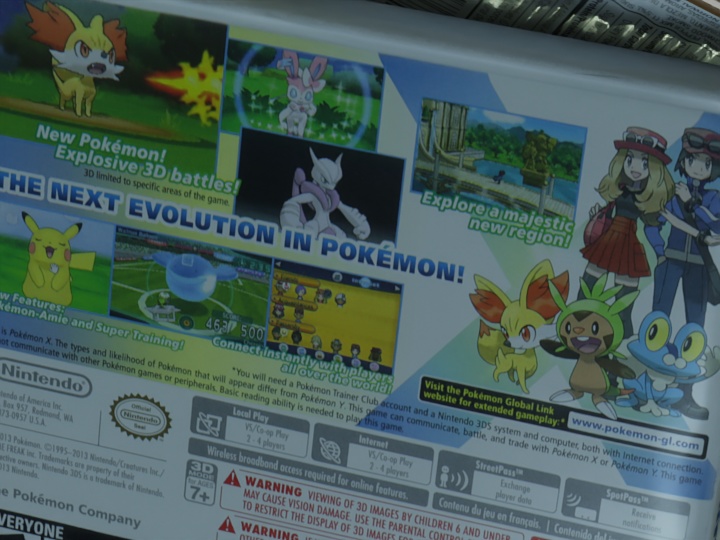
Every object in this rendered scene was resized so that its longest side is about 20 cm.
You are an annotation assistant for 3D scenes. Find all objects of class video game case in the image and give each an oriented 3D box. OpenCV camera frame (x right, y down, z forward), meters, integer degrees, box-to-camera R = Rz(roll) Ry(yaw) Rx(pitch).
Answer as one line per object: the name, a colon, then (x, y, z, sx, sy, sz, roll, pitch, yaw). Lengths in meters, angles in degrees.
video game case: (-0.007, 0.022, 0.714, 0.200, 0.183, 0.022, 12, -157, 13)

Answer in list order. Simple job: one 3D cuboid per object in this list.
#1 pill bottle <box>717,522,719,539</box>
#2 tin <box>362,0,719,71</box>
pill bottle: (0.093, 0.054, 0.890, 0.111, 0.200, 0.111, 11, 159, 4)
tin: (0.072, -0.053, 0.706, 0.200, 0.042, 0.112, 25, 154, -10)
